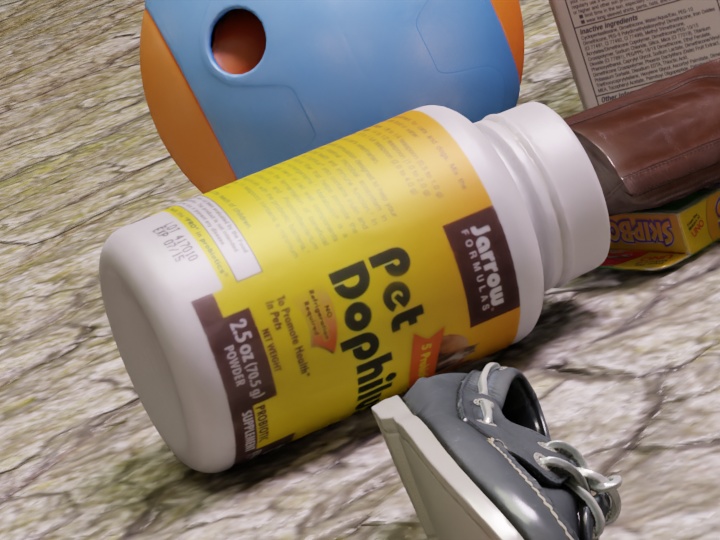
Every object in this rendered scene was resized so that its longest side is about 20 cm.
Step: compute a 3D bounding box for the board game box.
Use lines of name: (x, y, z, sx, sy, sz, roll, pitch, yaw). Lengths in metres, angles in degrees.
board game box: (0.171, -0.048, 1.179, 0.200, 0.030, 0.095, -32, 20, -34)

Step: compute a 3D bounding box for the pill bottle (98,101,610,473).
pill bottle: (0.000, 0.000, 1.043, 0.200, 0.109, 0.109, -23, 16, -17)

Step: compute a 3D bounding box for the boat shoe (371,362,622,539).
boat shoe: (0.050, 0.068, 0.814, 0.062, 0.073, 0.200, -24, 10, -5)

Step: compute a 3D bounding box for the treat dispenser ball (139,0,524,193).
treat dispenser ball: (-0.015, -0.115, 1.295, 0.201, 0.201, 0.201, -17, 15, 5)

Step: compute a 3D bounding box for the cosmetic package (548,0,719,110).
cosmetic package: (0.151, -0.187, 1.357, 0.103, 0.200, 0.087, -12, 17, 21)

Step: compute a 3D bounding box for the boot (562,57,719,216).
boot: (0.153, -0.084, 1.170, 0.200, 0.064, 0.186, -26, 17, -14)
